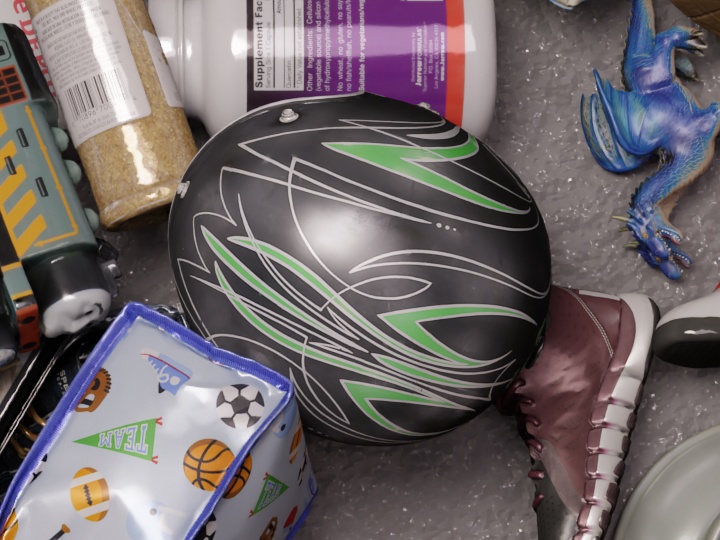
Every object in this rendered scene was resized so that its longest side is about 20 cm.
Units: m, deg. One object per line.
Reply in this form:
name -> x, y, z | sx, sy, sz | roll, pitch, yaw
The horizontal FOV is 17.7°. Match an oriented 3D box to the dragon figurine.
dragon figurine -> 0.167, -0.096, 1.391 | 0.099, 0.059, 0.200 | -25, 78, -9

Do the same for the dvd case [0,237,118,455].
dvd case -> -0.230, 0.058, 1.304 | 0.143, 0.018, 0.200 | 14, 69, 47

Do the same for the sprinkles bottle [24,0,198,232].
sprinkles bottle -> -0.145, -0.124, 1.291 | 0.068, 0.068, 0.200 | -19, 84, -8

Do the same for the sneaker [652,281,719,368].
sneaker -> 0.252, -0.006, 1.359 | 0.201, 0.067, 0.108 | -5, 75, -20

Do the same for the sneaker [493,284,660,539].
sneaker -> 0.097, 0.096, 1.340 | 0.115, 0.076, 0.200 | 15, 65, 6

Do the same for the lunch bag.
lunch bag -> -0.121, 0.143, 1.196 | 0.124, 0.170, 0.200 | 25, 71, 17

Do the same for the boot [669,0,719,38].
boot -> 0.258, -0.209, 1.384 | 0.200, 0.073, 0.155 | 32, 71, -31

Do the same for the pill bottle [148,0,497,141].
pill bottle -> -0.023, -0.125, 1.361 | 0.200, 0.112, 0.112 | -1, 76, -3

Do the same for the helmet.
helmet -> 0.000, 0.000, 1.248 | 0.200, 0.191, 0.200 | 4, 99, 26

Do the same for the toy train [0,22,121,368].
toy train -> -0.206, -0.042, 1.251 | 0.114, 0.085, 0.200 | -19, 67, -14

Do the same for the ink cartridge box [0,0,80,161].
ink cartridge box -> -0.265, -0.113, 1.357 | 0.200, 0.088, 0.145 | -20, 79, -7

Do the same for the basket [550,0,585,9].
basket -> 0.121, -0.260, 1.396 | 0.176, 0.139, 0.200 | 29, 51, 14

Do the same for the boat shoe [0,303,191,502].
boat shoe -> -0.184, 0.075, 1.309 | 0.200, 0.091, 0.071 | -30, 84, -10

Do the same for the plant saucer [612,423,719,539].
plant saucer -> 0.244, 0.179, 1.332 | 0.200, 0.050, 0.200 | 1, 76, -3
